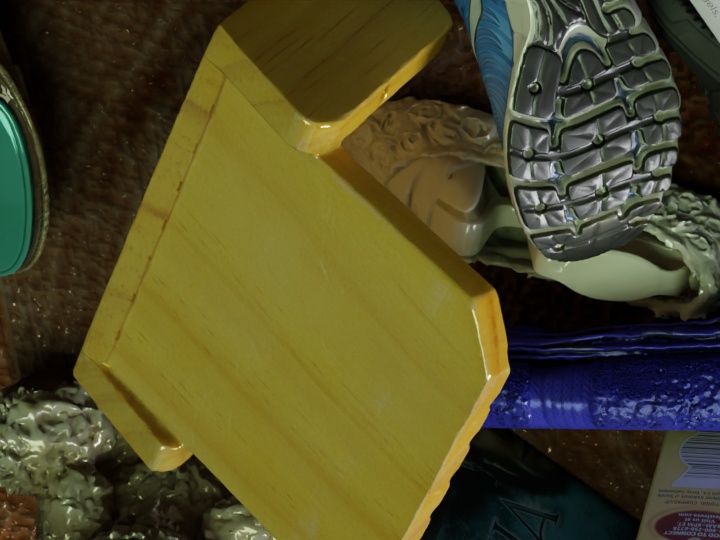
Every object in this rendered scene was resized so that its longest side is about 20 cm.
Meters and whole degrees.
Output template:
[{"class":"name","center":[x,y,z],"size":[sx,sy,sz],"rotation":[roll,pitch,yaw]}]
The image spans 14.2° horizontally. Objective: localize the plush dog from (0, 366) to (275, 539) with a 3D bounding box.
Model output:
[{"class":"plush dog","center":[-0.104,0.157,1.385],"size":[0.199,0.172,0.161],"rotation":[12,126,10]}]

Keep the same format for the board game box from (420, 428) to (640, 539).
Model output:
[{"class":"board game box","center":[0.065,0.150,1.307],"size":[0.135,0.200,0.028],"rotation":[36,123,-7]}]

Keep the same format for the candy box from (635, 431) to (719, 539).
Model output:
[{"class":"candy box","center":[0.151,0.167,1.289],"size":[0.055,0.200,0.116],"rotation":[2,123,16]}]

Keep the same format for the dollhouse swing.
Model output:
[{"class":"dollhouse swing","center":[0.000,0.000,1.219],"size":[0.176,0.182,0.200],"rotation":[33,127,10]}]

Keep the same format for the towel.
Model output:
[{"class":"towel","center":[0.119,0.046,1.271],"size":[0.199,0.148,0.050],"rotation":[0,88,19]}]

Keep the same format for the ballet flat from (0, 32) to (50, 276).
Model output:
[{"class":"ballet flat","center":[-0.180,-0.093,1.310],"size":[0.070,0.065,0.200],"rotation":[-3,124,19]}]

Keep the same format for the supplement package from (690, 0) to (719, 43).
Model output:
[{"class":"supplement package","center":[0.201,-0.192,1.065],"size":[0.200,0.147,0.191],"rotation":[-28,110,32]}]

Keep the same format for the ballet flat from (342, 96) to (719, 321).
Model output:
[{"class":"ballet flat","center":[0.074,-0.025,1.272],"size":[0.199,0.072,0.072],"rotation":[15,126,9]}]

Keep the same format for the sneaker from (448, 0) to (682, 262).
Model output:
[{"class":"sneaker","center":[0.081,-0.102,1.203],"size":[0.078,0.089,0.201],"rotation":[-11,105,-8]}]

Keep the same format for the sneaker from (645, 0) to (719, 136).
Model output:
[{"class":"sneaker","center":[0.173,-0.036,1.177],"size":[0.200,0.060,0.104],"rotation":[45,133,34]}]
